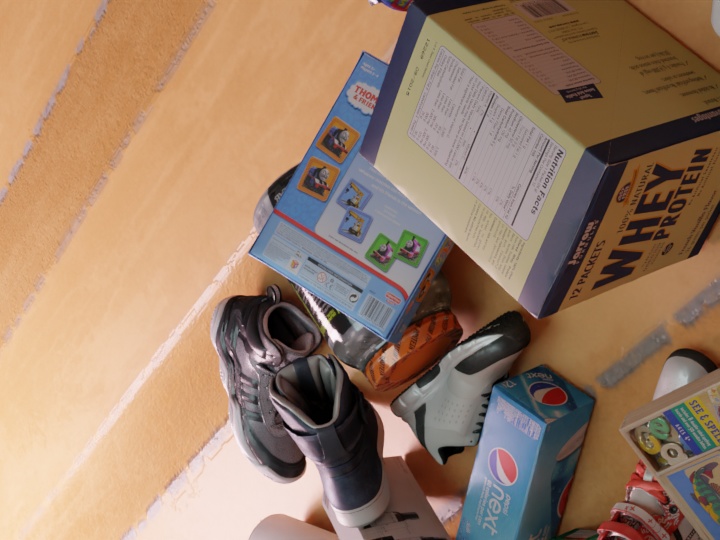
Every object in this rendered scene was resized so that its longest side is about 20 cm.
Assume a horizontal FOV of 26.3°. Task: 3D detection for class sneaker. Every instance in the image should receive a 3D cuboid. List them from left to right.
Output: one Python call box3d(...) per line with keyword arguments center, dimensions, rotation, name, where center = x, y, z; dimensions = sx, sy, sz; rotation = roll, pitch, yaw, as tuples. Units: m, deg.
box3d(center=(-0.083, 0.113, 1.552), dimensions=(0.113, 0.075, 0.202), rotation=(-23, 84, 52), name="sneaker")
box3d(center=(-0.032, 0.122, 1.424), dimensions=(0.203, 0.076, 0.147), rotation=(-114, -2, -63), name="sneaker")
box3d(center=(0.102, 0.104, 1.355), dimensions=(0.080, 0.073, 0.200), rotation=(56, 145, 12), name="sneaker")
box3d(center=(0.234, 0.170, 1.193), dimensions=(0.067, 0.107, 0.204), rotation=(16, 116, 43), name="sneaker")

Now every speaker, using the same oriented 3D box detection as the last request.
box3d(center=(-0.026, 0.309, 1.558), dimensions=(0.199, 0.081, 0.082), rotation=(10, 111, 46), name="speaker")

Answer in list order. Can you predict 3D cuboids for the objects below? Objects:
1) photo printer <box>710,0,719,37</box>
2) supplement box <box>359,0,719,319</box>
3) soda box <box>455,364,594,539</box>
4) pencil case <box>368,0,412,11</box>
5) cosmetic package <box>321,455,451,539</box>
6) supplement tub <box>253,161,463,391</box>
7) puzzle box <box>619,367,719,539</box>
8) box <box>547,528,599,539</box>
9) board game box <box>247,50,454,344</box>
box3d(center=(0.325, -0.182, 0.992), dimensions=(0.200, 0.069, 0.167), rotation=(45, 133, 28), name="photo printer")
box3d(center=(0.147, -0.100, 1.121), dimensions=(0.200, 0.199, 0.135), rotation=(45, 133, 29), name="supplement box")
box3d(center=(0.138, 0.187, 1.338), dimensions=(0.064, 0.067, 0.202), rotation=(35, 127, 35), name="soda box")
box3d(center=(0.077, -0.282, 1.222), dimensions=(0.199, 0.086, 0.079), rotation=(-31, 41, 48), name="pencil case")
box3d(center=(0.029, 0.241, 1.407), dimensions=(0.200, 0.082, 0.051), rotation=(-126, 38, -61), name="cosmetic package")
box3d(center=(0.000, 0.000, 1.383), dimensions=(0.201, 0.122, 0.123), rotation=(57, 137, 17), name="supplement tub")
box3d(center=(0.298, 0.162, 1.120), dimensions=(0.133, 0.025, 0.201), rotation=(-33, 98, 40), name="puzzle box")
box3d(center=(0.214, 0.317, 1.280), dimensions=(0.117, 0.048, 0.202), rotation=(131, 119, -80), name="box")
box3d(center=(0.017, -0.063, 1.303), dimensions=(0.150, 0.037, 0.201), rotation=(31, 92, 20), name="board game box")
